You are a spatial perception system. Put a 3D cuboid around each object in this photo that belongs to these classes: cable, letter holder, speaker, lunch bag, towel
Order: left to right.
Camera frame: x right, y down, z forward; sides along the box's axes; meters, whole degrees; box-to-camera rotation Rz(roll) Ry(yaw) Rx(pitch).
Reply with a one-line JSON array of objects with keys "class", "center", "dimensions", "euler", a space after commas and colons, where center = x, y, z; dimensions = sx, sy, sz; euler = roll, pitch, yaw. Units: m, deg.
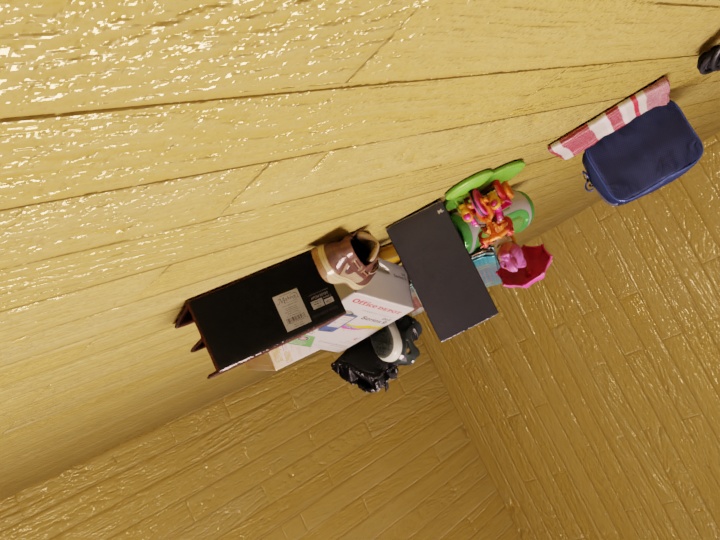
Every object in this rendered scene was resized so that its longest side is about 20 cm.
[{"class": "letter holder", "center": [-0.146, 0.069, 1.004], "dimensions": [0.199, 0.101, 0.142], "euler": [-23, 174, -28]}, {"class": "towel", "center": [0.174, 0.026, 1.357], "dimensions": [0.199, 0.022, 0.147], "euler": [-23, 151, 9]}, {"class": "speaker", "center": [0.238, -0.090, 1.343], "dimensions": [0.199, 0.089, 0.088], "euler": [-23, 172, -34]}, {"class": "towel", "center": [0.405, -0.240, 1.154], "dimensions": [0.199, 0.023, 0.144], "euler": [-30, 171, 23]}, {"class": "lunch bag", "center": [0.496, -0.202, 1.285], "dimensions": [0.199, 0.137, 0.132], "euler": [-29, 172, 15]}, {"class": "cable", "center": [0.540, -0.326, 0.977], "dimensions": [0.163, 0.051, 0.199], "euler": [-27, 177, 43]}]

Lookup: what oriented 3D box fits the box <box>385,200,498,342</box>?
[{"class": "box", "center": [0.136, 0.006, 1.183], "dimensions": [0.103, 0.201, 0.182], "euler": [-27, 172, 4]}]

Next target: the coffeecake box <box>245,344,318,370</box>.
[{"class": "coffeecake box", "center": [-0.135, 0.136, 1.485], "dimensions": [0.199, 0.074, 0.153], "euler": [-23, -174, -31]}]

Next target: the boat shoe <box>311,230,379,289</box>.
[{"class": "boat shoe", "center": [-0.002, -0.020, 1.027], "dimensions": [0.072, 0.073, 0.200], "euler": [-29, 167, 16]}]

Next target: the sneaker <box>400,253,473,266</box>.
[{"class": "sneaker", "center": [0.155, -0.026, 1.449], "dimensions": [0.198, 0.115, 0.076], "euler": [5, 142, -31]}]

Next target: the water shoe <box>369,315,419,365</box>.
[{"class": "water shoe", "center": [0.052, 0.091, 1.289], "dimensions": [0.079, 0.201, 0.071], "euler": [25, 127, -31]}]

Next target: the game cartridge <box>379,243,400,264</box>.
[{"class": "game cartridge", "center": [0.000, 0.000, 1.338], "dimensions": [0.199, 0.033, 0.176], "euler": [-18, 169, -39]}]

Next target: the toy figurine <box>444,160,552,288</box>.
[{"class": "toy figurine", "center": [0.231, -0.059, 1.136], "dimensions": [0.149, 0.185, 0.200], "euler": [-30, 172, 24]}]

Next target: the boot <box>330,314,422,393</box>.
[{"class": "boot", "center": [0.004, 0.133, 1.336], "dimensions": [0.163, 0.197, 0.074], "euler": [-49, 147, -31]}]

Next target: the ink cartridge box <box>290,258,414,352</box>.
[{"class": "ink cartridge box", "center": [-0.030, 0.057, 1.209], "dimensions": [0.145, 0.088, 0.199], "euler": [17, 140, -42]}]

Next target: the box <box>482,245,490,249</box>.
[{"class": "box", "center": [0.367, 0.005, 2.319], "dimensions": [0.148, 0.125, 0.200], "euler": [-26, 173, -4]}]
